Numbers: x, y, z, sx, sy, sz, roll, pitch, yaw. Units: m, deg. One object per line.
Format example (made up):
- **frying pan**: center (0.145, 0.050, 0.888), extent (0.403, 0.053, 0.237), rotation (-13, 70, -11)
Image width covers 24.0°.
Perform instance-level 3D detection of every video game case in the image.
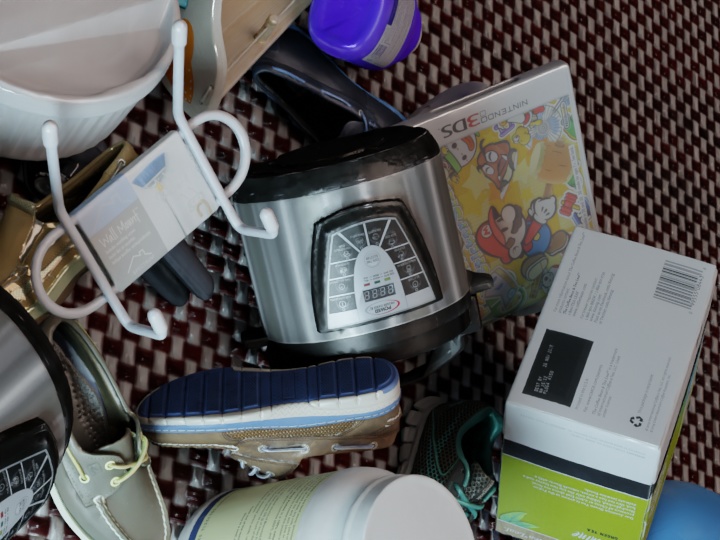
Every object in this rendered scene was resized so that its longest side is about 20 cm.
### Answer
- **video game case**: center (0.119, -0.058, 1.468), extent (0.180, 0.023, 0.202), rotation (-23, 115, -19)

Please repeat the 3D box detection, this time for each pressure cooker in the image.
- **pressure cooker**: center (0.001, -0.001, 1.344), extent (0.178, 0.175, 0.202), rotation (-25, 107, -48)
- **pressure cooker**: center (-0.288, 0.110, 0.995), extent (0.177, 0.178, 0.200), rotation (58, 42, -14)

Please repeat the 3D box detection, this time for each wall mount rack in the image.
- **wall mount rack**: center (-0.141, -0.060, 1.132), extent (0.200, 0.074, 0.175), rotation (-43, 121, -28)

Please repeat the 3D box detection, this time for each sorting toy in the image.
- **sorting toy**: center (-0.086, -0.250, 1.314), extent (0.106, 0.181, 0.200), rotation (35, 47, 2)

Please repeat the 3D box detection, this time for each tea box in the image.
- **tea box**: center (0.208, 0.112, 1.450), extent (0.198, 0.132, 0.201), rotation (89, 22, -51)

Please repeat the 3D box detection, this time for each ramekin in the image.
- **ramekin**: center (-0.230, -0.166, 1.165), extent (0.200, 0.094, 0.204), rotation (16, 50, -19)

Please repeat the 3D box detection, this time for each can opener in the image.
- **can opener**: center (-0.176, -0.045, 1.256), extent (0.200, 0.063, 0.079), rotation (49, 52, -26)

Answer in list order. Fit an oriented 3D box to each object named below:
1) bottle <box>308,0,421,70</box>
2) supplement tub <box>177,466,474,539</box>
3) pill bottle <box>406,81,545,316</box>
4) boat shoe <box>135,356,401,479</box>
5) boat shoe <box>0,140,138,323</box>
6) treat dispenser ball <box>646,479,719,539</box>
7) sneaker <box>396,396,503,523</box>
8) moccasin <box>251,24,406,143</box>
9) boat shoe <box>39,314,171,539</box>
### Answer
- **bottle**: center (0.011, -0.215, 1.457), extent (0.084, 0.065, 0.200), rotation (-67, 168, 7)
- **supplement tub**: center (-0.027, 0.222, 1.236), extent (0.144, 0.199, 0.147), rotation (16, 67, -43)
- **pill bottle**: center (0.121, -0.063, 1.550), extent (0.201, 0.109, 0.110), rotation (55, 45, -21)
- **boat shoe**: center (-0.067, 0.117, 1.261), extent (0.072, 0.197, 0.073), rotation (-86, 171, -62)
- **boat shoe**: center (-0.226, -0.019, 1.158), extent (0.200, 0.071, 0.077), rotation (-42, 129, -28)
- **treat dispenser ball**: center (0.280, 0.293, 1.548), extent (0.200, 0.200, 0.203), rotation (17, 67, -43)
- **sneaker**: center (0.071, 0.192, 1.433), extent (0.077, 0.091, 0.202), rotation (33, 56, -35)
- **moccasin**: center (-0.023, -0.120, 1.444), extent (0.199, 0.080, 0.069), rotation (37, 41, -18)
- **boat shoe**: center (-0.187, 0.122, 1.196), extent (0.072, 0.060, 0.203), rotation (-41, 109, -45)
